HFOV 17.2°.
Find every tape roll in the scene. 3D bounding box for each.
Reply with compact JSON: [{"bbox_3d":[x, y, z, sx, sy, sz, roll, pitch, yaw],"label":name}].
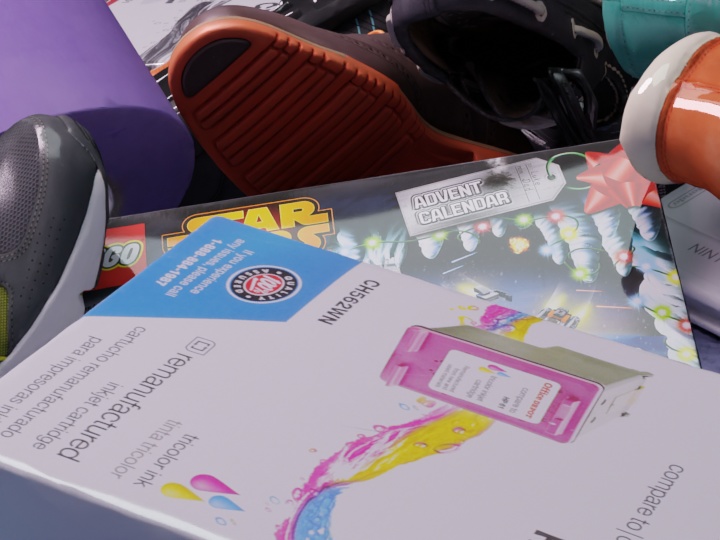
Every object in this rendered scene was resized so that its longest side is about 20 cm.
[{"bbox_3d":[-0.165,-0.028,0.856,0.200,0.085,0.200,-31,-16,-10],"label":"tape roll"}]

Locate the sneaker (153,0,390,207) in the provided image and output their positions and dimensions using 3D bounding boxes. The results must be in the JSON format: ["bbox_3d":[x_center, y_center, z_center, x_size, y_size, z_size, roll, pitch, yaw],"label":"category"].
[{"bbox_3d":[-0.010,-0.083,0.996,0.200,0.079,0.075,-35,22,-2],"label":"sneaker"}]

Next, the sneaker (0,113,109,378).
[{"bbox_3d":[-0.159,0.025,0.740,0.200,0.085,0.074,-50,36,1],"label":"sneaker"}]

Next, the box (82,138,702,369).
[{"bbox_3d":[0.004,0.033,0.747,0.199,0.040,0.137,-9,49,1],"label":"box"}]

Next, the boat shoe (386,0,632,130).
[{"bbox_3d":[0.058,-0.085,0.891,0.074,0.060,0.200,-12,-22,16],"label":"boat shoe"}]

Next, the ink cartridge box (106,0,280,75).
[{"bbox_3d":[-0.078,-0.080,1.130,0.200,0.084,0.144,0,22,23],"label":"ink cartridge box"}]

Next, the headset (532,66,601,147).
[{"bbox_3d":[0.000,0.000,0.853,0.200,0.094,0.124,-20,20,-5],"label":"headset"}]

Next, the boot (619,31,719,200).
[{"bbox_3d":[0.159,-0.056,0.780,0.107,0.075,0.200,17,19,25],"label":"boot"}]

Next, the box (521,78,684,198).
[{"bbox_3d":[0.159,-0.067,1.037,0.200,0.049,0.161,-13,18,-12],"label":"box"}]

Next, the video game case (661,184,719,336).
[{"bbox_3d":[0.212,-0.029,0.871,0.200,0.024,0.182,-30,26,-16],"label":"video game case"}]

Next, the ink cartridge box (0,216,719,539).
[{"bbox_3d":[0.016,0.073,0.577,0.200,0.085,0.145,19,30,19],"label":"ink cartridge box"}]

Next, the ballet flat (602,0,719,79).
[{"bbox_3d":[0.130,-0.095,0.888,0.070,0.068,0.200,11,4,18],"label":"ballet flat"}]

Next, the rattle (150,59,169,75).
[{"bbox_3d":[-0.160,-0.044,1.074,0.200,0.130,0.143,-22,-24,-9],"label":"rattle"}]

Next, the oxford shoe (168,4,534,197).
[{"bbox_3d":[-0.004,-0.061,0.919,0.071,0.200,0.073,-35,52,23],"label":"oxford shoe"}]
